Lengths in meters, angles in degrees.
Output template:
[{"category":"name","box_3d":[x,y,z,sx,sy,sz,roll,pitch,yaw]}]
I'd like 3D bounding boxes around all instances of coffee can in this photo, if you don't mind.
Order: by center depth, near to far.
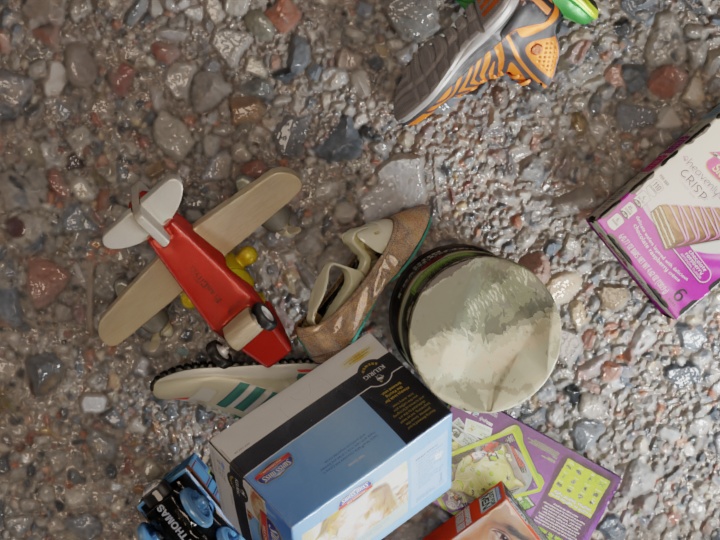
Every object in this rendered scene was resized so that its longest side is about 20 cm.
[{"category":"coffee can","box_3d":[0.109,0.053,1.609,0.145,0.200,0.148,0,94,-4]}]

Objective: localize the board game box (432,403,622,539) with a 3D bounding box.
[{"category":"board game box","box_3d":[0.159,0.221,1.711,0.199,0.032,0.121,29,89,-5]}]

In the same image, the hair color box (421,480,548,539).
[{"category":"hair color box","box_3d":[0.101,0.324,1.681,0.200,0.064,0.111,-38,98,7]}]

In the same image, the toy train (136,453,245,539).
[{"category":"toy train","box_3d":[-0.145,0.283,1.651,0.087,0.114,0.200,-38,96,12]}]

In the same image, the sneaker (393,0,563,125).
[{"category":"sneaker","box_3d":[0.127,-0.199,1.641,0.112,0.078,0.200,27,129,-30]}]

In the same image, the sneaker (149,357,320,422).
[{"category":"sneaker","box_3d":[-0.114,0.139,1.664,0.198,0.070,0.094,-2,89,-7]}]

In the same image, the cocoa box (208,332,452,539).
[{"category":"cocoa box","box_3d":[-0.024,0.186,1.567,0.199,0.134,0.131,-33,56,-23]}]

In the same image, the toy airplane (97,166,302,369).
[{"category":"toy airplane","box_3d":[-0.159,-0.011,1.617,0.198,0.141,0.201,5,104,5]}]

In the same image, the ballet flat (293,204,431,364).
[{"category":"ballet flat","box_3d":[0.000,0.000,1.642,0.067,0.068,0.201,41,71,-24]}]

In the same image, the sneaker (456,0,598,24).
[{"category":"sneaker","box_3d":[0.145,-0.287,1.663,0.198,0.074,0.084,16,123,-10]}]

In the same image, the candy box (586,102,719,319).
[{"category":"candy box","box_3d":[0.353,-0.065,1.687,0.200,0.061,0.137,-41,95,-1]}]
